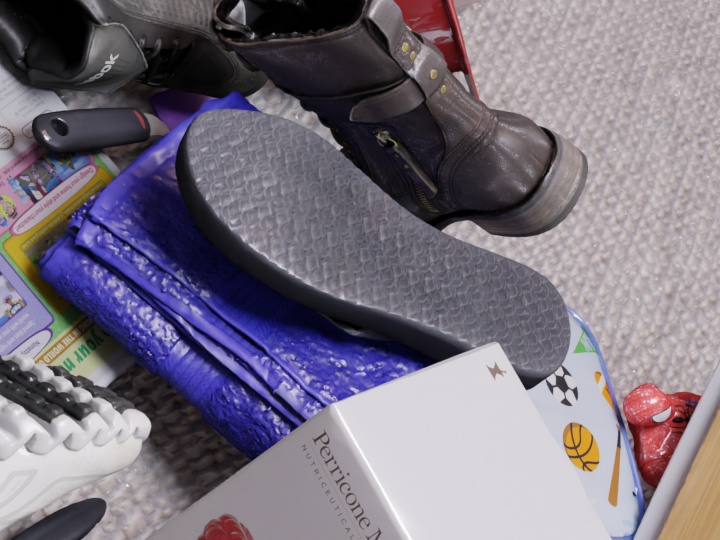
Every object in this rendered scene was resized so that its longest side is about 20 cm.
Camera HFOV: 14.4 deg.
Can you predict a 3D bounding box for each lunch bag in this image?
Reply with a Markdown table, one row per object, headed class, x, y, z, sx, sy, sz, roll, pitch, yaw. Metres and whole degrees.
| class | x | y | z | sx | sy | sz | roll | pitch | yaw |
| --- | --- | --- | --- | --- | --- | --- | --- | --- | --- |
| lunch bag | 0.044 | 0.076 | 1.365 | 0.200 | 0.075 | 0.161 | 14 | 53 | -42 |

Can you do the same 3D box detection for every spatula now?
| class | x | y | z | sx | sy | sz | roll | pitch | yaw |
| --- | --- | --- | --- | --- | --- | --- | --- | --- | --- |
| spatula | -0.152 | 0.132 | 1.119 | 0.021 | 0.056 | 0.200 | 55 | 32 | -4 |
| spatula | -0.101 | -0.066 | 1.346 | 0.057 | 0.021 | 0.200 | 59 | 21 | 11 |

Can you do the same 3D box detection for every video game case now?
| class | x | y | z | sx | sy | sz | roll | pitch | yaw |
| --- | --- | --- | --- | --- | --- | --- | --- | --- | --- |
| video game case | -0.171 | -0.018 | 1.246 | 0.182 | 0.022 | 0.200 | 50 | 35 | -4 |

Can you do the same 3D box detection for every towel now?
| class | x | y | z | sx | sy | sz | roll | pitch | yaw |
| --- | --- | --- | --- | --- | --- | --- | --- | --- | --- |
| towel | -0.025 | 0.015 | 1.263 | 0.200 | 0.050 | 0.148 | 40 | 51 | 4 |

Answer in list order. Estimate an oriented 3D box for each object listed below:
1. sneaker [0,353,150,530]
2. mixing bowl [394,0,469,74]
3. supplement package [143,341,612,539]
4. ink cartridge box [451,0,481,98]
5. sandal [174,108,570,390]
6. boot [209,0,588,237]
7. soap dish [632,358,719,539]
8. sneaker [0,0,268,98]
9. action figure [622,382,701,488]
| class | x | y | z | sx | sy | sz | roll | pitch | yaw |
| --- | --- | --- | --- | --- | --- | --- | --- | --- | --- |
| sneaker | -0.168 | 0.082 | 1.104 | 0.200 | 0.081 | 0.075 | -9 | 26 | -45 |
| mixing bowl | -0.026 | -0.175 | 1.431 | 0.200 | 0.108 | 0.201 | -20 | 90 | -89 |
| supplement package | -0.013 | 0.136 | 1.142 | 0.120 | 0.200 | 0.122 | -16 | 73 | -52 |
| ink cartridge box | 0.046 | -0.195 | 1.516 | 0.200 | 0.043 | 0.174 | 68 | 2 | -62 |
| sandal | 0.000 | 0.001 | 1.240 | 0.200 | 0.043 | 0.076 | 31 | 51 | -20 |
| boot | -0.005 | -0.080 | 1.329 | 0.174 | 0.200 | 0.069 | 35 | 65 | -33 |
| soap dish | 0.216 | 0.131 | 1.406 | 0.157 | 0.081 | 0.200 | 44 | 67 | -43 |
| sneaker | -0.120 | -0.112 | 1.320 | 0.200 | 0.066 | 0.091 | 27 | 37 | -36 |
| action figure | 0.183 | 0.099 | 1.472 | 0.200 | 0.052 | 0.066 | 33 | 42 | -52 |
